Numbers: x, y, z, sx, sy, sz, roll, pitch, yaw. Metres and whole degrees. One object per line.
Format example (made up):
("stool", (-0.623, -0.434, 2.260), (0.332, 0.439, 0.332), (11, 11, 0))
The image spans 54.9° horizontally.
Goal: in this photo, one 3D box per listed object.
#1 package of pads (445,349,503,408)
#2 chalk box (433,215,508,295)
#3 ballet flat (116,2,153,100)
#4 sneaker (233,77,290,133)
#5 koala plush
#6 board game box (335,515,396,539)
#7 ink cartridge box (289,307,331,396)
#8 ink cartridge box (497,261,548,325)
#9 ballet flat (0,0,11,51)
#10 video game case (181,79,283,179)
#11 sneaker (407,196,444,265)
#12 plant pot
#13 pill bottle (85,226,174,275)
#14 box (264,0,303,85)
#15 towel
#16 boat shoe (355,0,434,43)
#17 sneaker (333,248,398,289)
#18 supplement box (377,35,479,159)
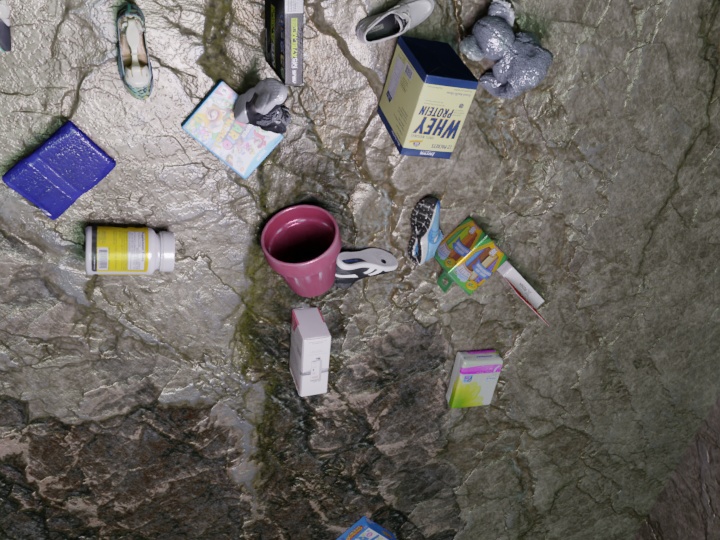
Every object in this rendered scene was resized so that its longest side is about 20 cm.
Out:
("package of pads", (0.376, 0.356, 2.282), (0.152, 0.068, 0.202), (-1, 121, -19))
("chalk box", (0.293, -0.027, 1.974), (0.200, 0.125, 0.124), (-44, 126, 7))
("ballet flat", (-0.472, -0.446, 1.443), (0.073, 0.074, 0.202), (-11, 124, -15))
("sneaker", (-0.190, -0.360, 1.530), (0.113, 0.199, 0.077), (15, 78, -37))
("koala plush", (0.345, -0.533, 1.662), (0.200, 0.184, 0.177), (40, 101, -23))
("board game box", (0.007, 1.022, 2.559), (0.196, 0.056, 0.200), (-42, 126, 7))
("ink cartridge box", (-0.144, 0.227, 1.945), (0.082, 0.147, 0.202), (-5, 123, -18))
("ink cartridge box", (0.486, 0.055, 2.069), (0.045, 0.177, 0.200), (-44, 126, 9))
("ballet flat", (-0.709, -0.515, 1.307), (0.072, 0.073, 0.201), (-29, 124, -1))
("video game case", (-0.296, -0.325, 1.619), (0.143, 0.018, 0.200), (-45, 126, 9))
("sneaker", (0.189, -0.115, 1.924), (0.089, 0.078, 0.202), (-16, 131, -35))
("plant pot", (-0.140, -0.035, 1.769), (0.198, 0.201, 0.180), (-21, 142, -8))
("pill bottle", (-0.544, -0.045, 1.637), (0.197, 0.115, 0.116), (1, 120, -22))
("box", (-0.161, -0.512, 1.447), (0.047, 0.194, 0.202), (-9, 124, -19))
("towel", (-0.660, -0.222, 1.526), (0.199, 0.050, 0.148), (-38, 133, 4))
("boat shoe", (0.085, -0.573, 1.585), (0.198, 0.066, 0.073), (-22, 126, -7))
("sneaker", (0.000, 0.000, 1.919), (0.198, 0.074, 0.112), (1, 140, -32))
("supplement box", (0.150, -0.402, 1.618), (0.132, 0.201, 0.201), (1, 131, -21))
